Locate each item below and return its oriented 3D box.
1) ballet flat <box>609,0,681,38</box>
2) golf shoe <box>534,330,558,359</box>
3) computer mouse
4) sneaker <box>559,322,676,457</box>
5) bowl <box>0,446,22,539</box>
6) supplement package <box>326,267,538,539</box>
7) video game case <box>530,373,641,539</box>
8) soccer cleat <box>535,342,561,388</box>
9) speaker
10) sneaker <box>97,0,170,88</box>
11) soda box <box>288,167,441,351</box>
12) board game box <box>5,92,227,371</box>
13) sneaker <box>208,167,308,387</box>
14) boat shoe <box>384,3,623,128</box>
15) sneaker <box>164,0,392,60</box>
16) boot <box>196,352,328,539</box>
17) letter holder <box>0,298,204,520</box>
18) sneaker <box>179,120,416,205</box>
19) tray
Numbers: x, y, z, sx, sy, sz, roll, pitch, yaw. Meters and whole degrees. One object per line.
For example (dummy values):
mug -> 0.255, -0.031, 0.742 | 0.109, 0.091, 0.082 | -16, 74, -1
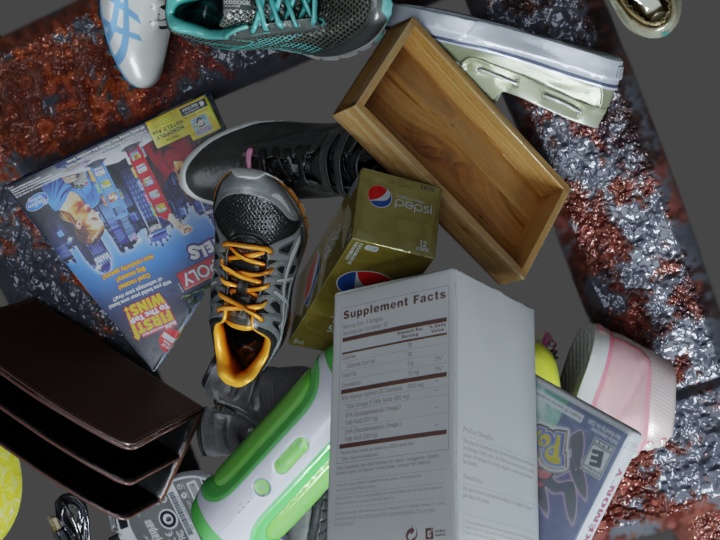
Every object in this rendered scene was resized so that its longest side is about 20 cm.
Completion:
ballet flat -> 0.192, -0.271, 1.036 | 0.067, 0.062, 0.201 | -33, 97, 16
golf shoe -> 0.104, 0.137, 1.163 | 0.091, 0.075, 0.202 | 19, 100, 13
computer mouse -> -0.196, 0.237, 1.255 | 0.199, 0.044, 0.110 | -22, 95, 22
sneaker -> 0.202, 0.152, 1.124 | 0.104, 0.075, 0.202 | 18, 98, -14
bowl -> -0.431, 0.207, 1.256 | 0.198, 0.108, 0.202 | 3, 105, 10
supplement package -> 0.055, 0.116, 0.997 | 0.117, 0.117, 0.202 | -13, 65, 36
video game case -> 0.097, 0.163, 1.038 | 0.199, 0.023, 0.183 | 28, 93, 41
soccer cleat -> 0.118, 0.158, 1.078 | 0.064, 0.084, 0.202 | 18, 100, -1
speaker -> -0.054, 0.153, 1.120 | 0.088, 0.088, 0.200 | 41, 106, -2
sneaker -> -0.169, -0.248, 1.103 | 0.072, 0.072, 0.202 | 13, 107, 23
soda box -> 0.000, 0.000, 1.077 | 0.067, 0.065, 0.200 | 13, 151, -12
board game box -> -0.173, -0.027, 1.169 | 0.198, 0.062, 0.201 | -22, 102, 13
sneaker -> -0.087, 0.008, 1.076 | 0.077, 0.078, 0.201 | 8, 128, 10
boat shoe -> 0.110, -0.166, 1.074 | 0.198, 0.072, 0.063 | 16, 102, 3
sneaker -> -0.070, -0.202, 1.060 | 0.198, 0.091, 0.078 | 0, 98, 31
boot -> -0.084, 0.173, 1.213 | 0.130, 0.070, 0.202 | 7, 98, 15
letter holder -> -0.263, 0.125, 1.162 | 0.199, 0.142, 0.101 | 30, 106, 14
sneaker -> -0.044, -0.087, 1.077 | 0.198, 0.099, 0.071 | -7, 98, -10
tray -> 0.075, -0.092, 1.060 | 0.200, 0.099, 0.037 | 43, 150, -21
